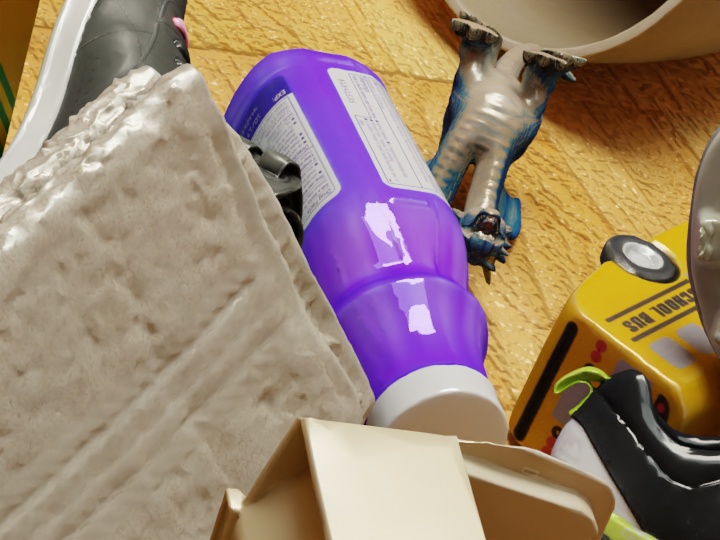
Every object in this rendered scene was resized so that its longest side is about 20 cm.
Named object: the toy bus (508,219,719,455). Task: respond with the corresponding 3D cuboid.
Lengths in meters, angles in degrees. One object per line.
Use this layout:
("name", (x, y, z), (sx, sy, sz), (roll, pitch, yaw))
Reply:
("toy bus", (0.136, 0.024, 0.946), (0.078, 0.065, 0.200), (37, 33, 23))

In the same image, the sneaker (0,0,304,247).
("sneaker", (-0.060, -0.038, 0.795), (0.099, 0.071, 0.200), (9, 44, 8))

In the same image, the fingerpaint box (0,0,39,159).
("fingerpaint box", (-0.188, -0.101, 0.825), (0.073, 0.167, 0.200), (-4, 39, -32))

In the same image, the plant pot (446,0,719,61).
("plant pot", (0.161, -0.182, 1.193), (0.200, 0.188, 0.187), (8, 30, -51))

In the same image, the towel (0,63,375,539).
("towel", (-0.084, 0.049, 0.632), (0.034, 0.133, 0.200), (4, 39, 48))

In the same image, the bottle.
("bottle", (0.000, 0.000, 0.874), (0.065, 0.084, 0.200), (8, 32, -25))

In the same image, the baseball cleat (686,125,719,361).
("baseball cleat", (0.171, 0.029, 0.879), (0.069, 0.201, 0.106), (-11, 14, 23))

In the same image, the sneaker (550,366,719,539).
("sneaker", (0.152, 0.091, 0.808), (0.199, 0.083, 0.072), (23, 3, 4))

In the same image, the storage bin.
("storage bin", (0.010, 0.167, 0.498), (0.093, 0.199, 0.200), (8, 33, -16))

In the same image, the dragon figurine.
("dragon figurine", (0.050, -0.052, 1.016), (0.059, 0.100, 0.200), (22, 10, 2))
